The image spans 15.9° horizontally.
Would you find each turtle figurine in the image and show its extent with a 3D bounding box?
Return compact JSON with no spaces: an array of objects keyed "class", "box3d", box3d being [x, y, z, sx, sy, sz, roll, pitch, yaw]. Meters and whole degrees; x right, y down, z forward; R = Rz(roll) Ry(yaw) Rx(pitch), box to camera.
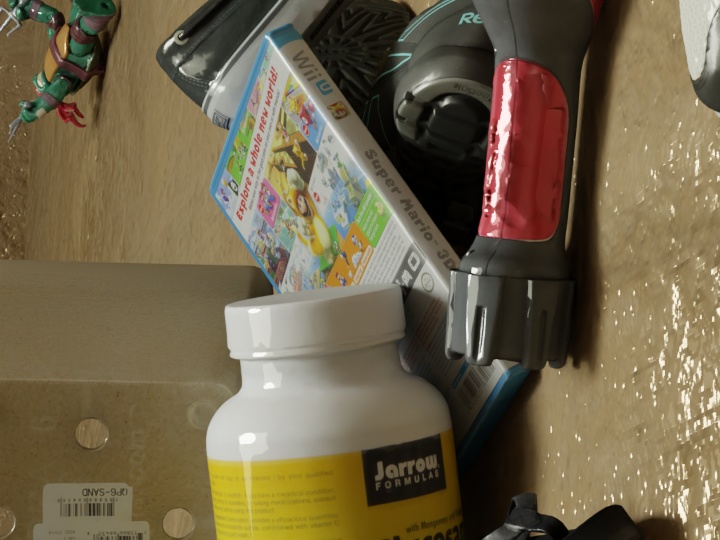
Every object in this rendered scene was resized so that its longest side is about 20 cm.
[{"class":"turtle figurine","box3d":[-0.305,-0.225,2.596,0.200,0.101,0.150,-52,48,40]}]

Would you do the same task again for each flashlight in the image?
[{"class":"flashlight","box3d":[0.066,-0.060,1.069,0.068,0.068,0.200,-167,83,-73]}]

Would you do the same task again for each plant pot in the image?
[{"class":"plant pot","box3d":[-0.137,0.104,1.277,0.177,0.200,0.200,-140,52,-80]}]

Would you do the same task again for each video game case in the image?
[{"class":"video game case","box3d":[0.000,0.000,1.217,0.200,0.018,0.143,55,152,17]}]

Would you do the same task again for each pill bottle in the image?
[{"class":"pill bottle","box3d":[-0.010,0.110,1.164,0.112,0.112,0.200,-173,76,-77]}]

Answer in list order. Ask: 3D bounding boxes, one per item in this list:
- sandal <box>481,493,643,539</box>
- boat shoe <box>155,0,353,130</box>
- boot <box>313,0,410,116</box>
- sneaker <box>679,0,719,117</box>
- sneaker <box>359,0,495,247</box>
[{"class":"sandal","box3d":[0.053,0.122,1.030,0.043,0.076,0.200,52,161,2]},{"class":"boat shoe","box3d":[-0.023,-0.160,1.278,0.200,0.057,0.069,-51,-8,-9]},{"class":"boot","box3d":[-0.011,-0.027,1.395,0.182,0.072,0.200,-69,-22,-54]},{"class":"sneaker","box3d":[0.109,-0.149,0.874,0.076,0.088,0.200,151,121,-72]},{"class":"sneaker","box3d":[0.038,-0.070,1.220,0.200,0.075,0.079,132,156,-60]}]
